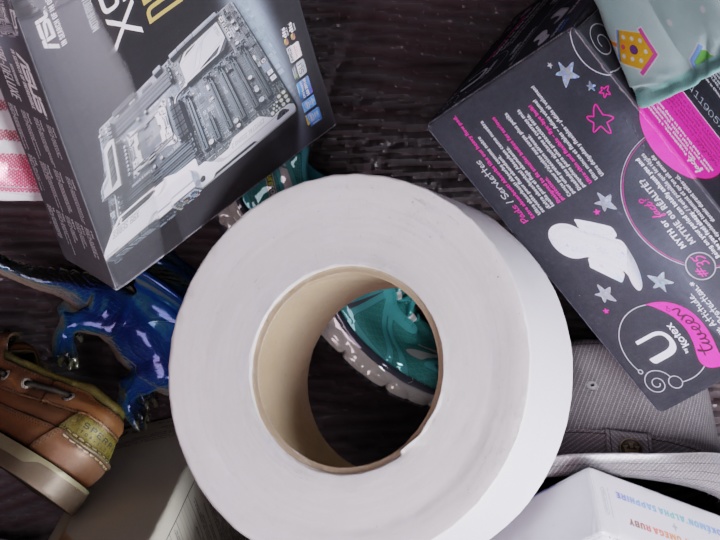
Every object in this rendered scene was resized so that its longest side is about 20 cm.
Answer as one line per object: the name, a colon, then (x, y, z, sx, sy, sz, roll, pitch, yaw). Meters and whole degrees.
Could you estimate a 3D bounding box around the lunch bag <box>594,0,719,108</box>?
lunch bag: (0.201, -0.194, 1.467, 0.122, 0.200, 0.171, -27, 86, 55)

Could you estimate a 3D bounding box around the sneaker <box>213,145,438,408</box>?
sneaker: (0.000, 0.000, 1.611, 0.080, 0.078, 0.200, -41, 112, 8)

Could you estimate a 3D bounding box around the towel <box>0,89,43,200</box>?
towel: (-0.182, -0.132, 1.475, 0.146, 0.030, 0.201, 3, 110, -35)

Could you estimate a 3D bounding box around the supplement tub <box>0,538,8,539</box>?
supplement tub: (-0.230, 0.270, 1.704, 0.144, 0.145, 0.201, -5, 107, 10)

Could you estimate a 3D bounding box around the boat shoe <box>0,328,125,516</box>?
boat shoe: (-0.200, 0.070, 1.643, 0.068, 0.200, 0.072, -55, 138, -8)

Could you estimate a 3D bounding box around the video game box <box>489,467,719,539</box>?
video game box: (0.111, 0.182, 1.600, 0.200, 0.047, 0.182, -31, 141, 33)

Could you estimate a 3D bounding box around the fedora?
fedora: (0.115, 0.094, 1.604, 0.199, 0.177, 0.091, 0, 69, -4)

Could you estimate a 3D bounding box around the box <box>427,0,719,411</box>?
box: (0.154, -0.054, 1.541, 0.115, 0.132, 0.200, -31, 103, 38)

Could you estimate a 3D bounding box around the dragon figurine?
dragon figurine: (-0.121, 0.021, 1.652, 0.200, 0.059, 0.099, 43, 108, -8)

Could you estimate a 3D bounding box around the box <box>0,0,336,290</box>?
box: (-0.105, -0.114, 1.482, 0.050, 0.158, 0.200, 29, 147, 40)

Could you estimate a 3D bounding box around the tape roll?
tape roll: (0.005, 0.055, 1.507, 0.202, 0.071, 0.203, -3, 82, 21)

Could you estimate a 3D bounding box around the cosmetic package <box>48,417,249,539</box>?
cosmetic package: (-0.115, 0.164, 1.623, 0.071, 0.200, 0.105, -14, 105, 13)
